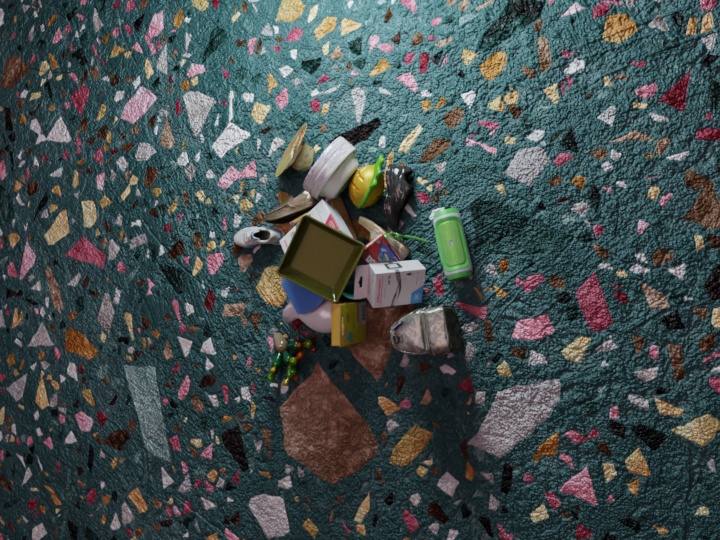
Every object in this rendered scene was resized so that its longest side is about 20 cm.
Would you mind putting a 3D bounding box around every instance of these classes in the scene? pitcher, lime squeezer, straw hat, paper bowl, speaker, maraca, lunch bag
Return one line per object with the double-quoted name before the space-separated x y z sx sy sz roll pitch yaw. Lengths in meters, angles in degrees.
"pitcher" -0.137 0.106 1.699 0.198 0.121 0.174 10 78 34
"lime squeezer" 0.102 -0.085 1.573 0.197 0.038 0.071 -20 77 -9
"straw hat" -0.197 -0.377 1.750 0.084 0.201 0.203 28 101 -22
"paper bowl" -0.082 -0.305 1.644 0.104 0.201 0.201 38 103 -2
"speaker" 0.270 -0.075 1.545 0.087 0.088 0.203 -14 82 21
"maraca" 0.027 -0.268 1.614 0.106 0.200 0.139 18 63 -14
"lunch bag" 0.188 0.177 1.506 0.166 0.200 0.142 -15 81 20

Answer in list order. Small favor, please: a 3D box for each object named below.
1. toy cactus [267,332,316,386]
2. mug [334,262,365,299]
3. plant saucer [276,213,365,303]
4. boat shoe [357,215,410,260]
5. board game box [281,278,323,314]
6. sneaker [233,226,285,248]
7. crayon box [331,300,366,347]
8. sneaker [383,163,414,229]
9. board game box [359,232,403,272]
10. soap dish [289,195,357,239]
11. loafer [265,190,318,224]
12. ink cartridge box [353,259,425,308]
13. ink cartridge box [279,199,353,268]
"toy cactus" -0.238 0.278 1.753 0.200 0.102 0.166 -47 53 17
"mug" -0.008 0.008 1.636 0.183 0.114 0.154 21 95 -19
"plant saucer" -0.112 -0.038 1.515 0.198 0.048 0.202 27 109 -5
"boat shoe" 0.061 -0.094 1.639 0.199 0.074 0.070 38 96 19
"board game box" -0.163 0.041 1.665 0.158 0.039 0.201 -45 56 14
"sneaker" -0.363 -0.120 1.813 0.197 0.086 0.076 -5 87 24
"crayon box" -0.040 0.159 1.600 0.050 0.200 0.129 0 88 22
"sneaker" 0.120 -0.229 1.624 0.089 0.076 0.204 2 91 15
"board game box" 0.078 -0.009 1.571 0.103 0.200 0.019 -38 32 3
"soap dish" -0.127 -0.132 1.716 0.198 0.081 0.159 -26 78 19
"loafer" -0.232 -0.212 1.772 0.197 0.076 0.068 -18 80 11
"ink cartridge box" 0.085 0.041 1.548 0.197 0.067 0.117 -6 118 -17
"ink cartridge box" -0.137 -0.090 1.606 0.200 0.083 0.148 -42 52 15
